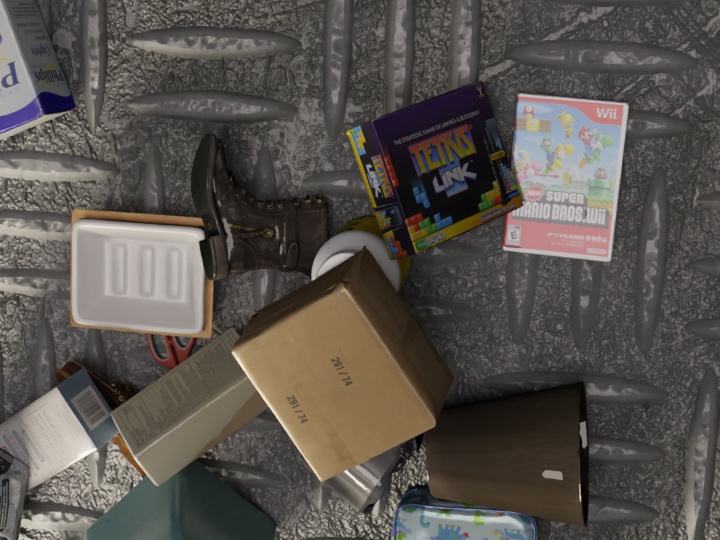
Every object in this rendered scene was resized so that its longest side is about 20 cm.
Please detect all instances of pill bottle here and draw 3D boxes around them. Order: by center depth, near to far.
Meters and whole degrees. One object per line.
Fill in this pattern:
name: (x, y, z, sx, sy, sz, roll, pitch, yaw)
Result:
pill bottle: (0.000, 0.000, 1.648, 0.110, 0.200, 0.114, 2, 101, 9)

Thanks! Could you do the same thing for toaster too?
toaster: (-0.006, 0.229, 1.702, 0.128, 0.200, 0.114, 35, 72, 6)

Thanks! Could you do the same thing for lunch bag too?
lunch bag: (0.137, 0.377, 1.757, 0.196, 0.082, 0.164, 2, 100, 9)

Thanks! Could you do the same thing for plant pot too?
plant pot: (-0.236, 0.404, 1.734, 0.196, 0.201, 0.196, -41, 115, 14)

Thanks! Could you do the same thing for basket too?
basket: (0.190, 0.236, 1.697, 0.197, 0.136, 0.184, -3, 76, 15)

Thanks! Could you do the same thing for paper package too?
paper package: (-0.020, 0.110, 1.524, 0.189, 0.104, 0.201, -29, 105, 28)

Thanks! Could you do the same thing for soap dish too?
soap dish: (-0.285, 0.001, 1.757, 0.196, 0.081, 0.160, 4, 101, 9)

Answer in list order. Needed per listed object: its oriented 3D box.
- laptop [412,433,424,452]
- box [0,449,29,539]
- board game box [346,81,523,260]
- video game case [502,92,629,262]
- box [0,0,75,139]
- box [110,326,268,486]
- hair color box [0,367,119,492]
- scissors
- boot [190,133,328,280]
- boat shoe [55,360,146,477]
laptop: (0.011, 0.118, 1.681, 0.198, 0.177, 0.105, 24, 103, 3)
box: (-0.548, 0.346, 1.813, 0.131, 0.114, 0.203, 25, 117, 21)
board game box: (0.095, -0.124, 1.615, 0.056, 0.198, 0.168, -11, 100, 51)
video game case: (0.259, -0.118, 1.677, 0.140, 0.017, 0.204, 6, 101, 9)
box: (-0.504, -0.270, 1.731, 0.181, 0.105, 0.203, -19, 97, 13)
box: (-0.216, 0.177, 1.728, 0.199, 0.095, 0.078, -34, 138, -8)
hair color box: (-0.417, 0.219, 1.790, 0.199, 0.061, 0.100, -31, 94, 40)
scissors: (-0.246, 0.156, 1.816, 0.072, 0.014, 0.203, -8, 100, 8)
boot: (-0.124, -0.081, 1.702, 0.172, 0.069, 0.204, -8, 98, -24)
boat shoe: (-0.330, 0.195, 1.813, 0.200, 0.070, 0.070, 46, 64, 1)
